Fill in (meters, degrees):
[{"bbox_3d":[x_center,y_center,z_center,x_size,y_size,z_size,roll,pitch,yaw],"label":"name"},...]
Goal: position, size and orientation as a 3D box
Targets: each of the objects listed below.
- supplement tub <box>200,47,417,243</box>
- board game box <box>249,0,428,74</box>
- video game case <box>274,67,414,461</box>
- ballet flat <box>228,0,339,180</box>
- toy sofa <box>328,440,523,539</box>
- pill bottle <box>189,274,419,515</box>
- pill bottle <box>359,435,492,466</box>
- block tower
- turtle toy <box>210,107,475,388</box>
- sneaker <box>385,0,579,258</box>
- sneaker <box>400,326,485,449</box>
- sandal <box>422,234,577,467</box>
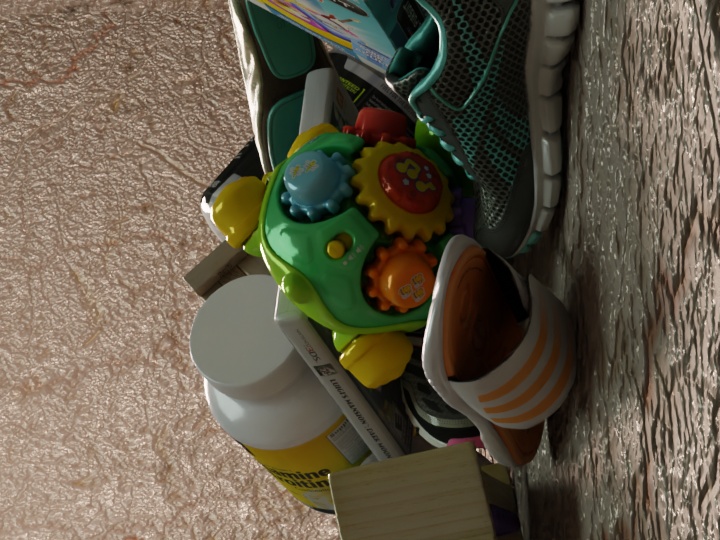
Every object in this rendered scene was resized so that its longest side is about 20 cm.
[{"bbox_3d":[-0.015,-0.083,1.197,0.200,0.123,0.123,-50,-7,-12],"label":"supplement tub"},{"bbox_3d":[-0.032,-0.172,0.880,0.047,0.151,0.200,-60,-13,-1],"label":"board game box"},{"bbox_3d":[0.000,0.000,1.041,0.182,0.023,0.200,57,-149,-47],"label":"video game case"},{"bbox_3d":[-0.049,-0.135,1.075,0.062,0.067,0.200,-125,22,-52],"label":"ballet flat"},{"bbox_3d":[0.046,0.157,0.909,0.200,0.083,0.098,46,-148,-75],"label":"toy sofa"},{"bbox_3d":[-0.039,0.084,1.097,0.200,0.112,0.112,54,-152,-54],"label":"pill bottle"},{"bbox_3d":[0.043,0.213,1.117,0.200,0.113,0.113,93,174,-51],"label":"pill bottle"},{"bbox_3d":[-0.059,0.053,1.190,0.058,0.054,0.200,42,171,37],"label":"block tower"},{"bbox_3d":[0.020,-0.038,0.922,0.200,0.146,0.101,-41,-4,-43],"label":"turtle toy"},{"bbox_3d":[0.058,-0.092,0.827,0.078,0.091,0.200,-101,8,-53],"label":"sneaker"},{"bbox_3d":[0.060,0.024,1.033,0.087,0.074,0.200,82,-173,-45],"label":"sneaker"},{"bbox_3d":[0.085,0.046,0.820,0.207,0.059,0.079,53,-133,-58],"label":"sandal"}]
